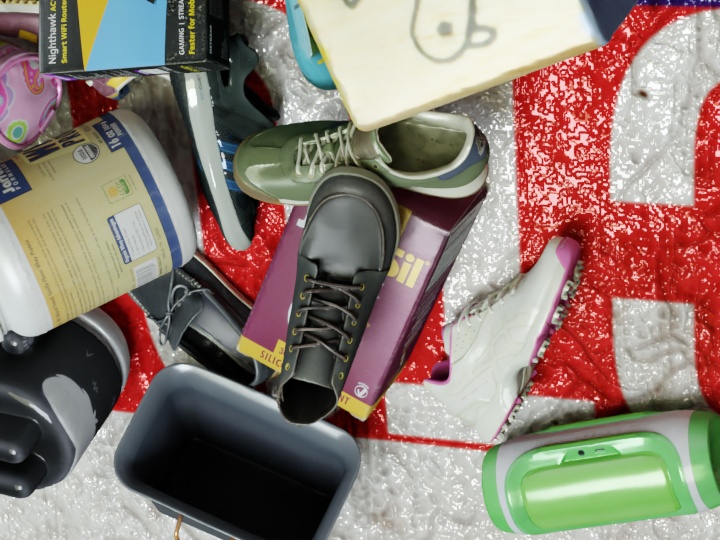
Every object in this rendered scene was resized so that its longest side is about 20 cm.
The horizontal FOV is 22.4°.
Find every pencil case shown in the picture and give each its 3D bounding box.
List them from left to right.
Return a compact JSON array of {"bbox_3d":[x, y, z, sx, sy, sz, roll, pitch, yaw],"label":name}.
[{"bbox_3d":[-0.343,-0.162,1.540,0.199,0.087,0.088,17,121,37],"label":"pencil case"}]

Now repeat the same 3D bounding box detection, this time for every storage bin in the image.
[{"bbox_3d":[-0.107,0.196,1.604,0.199,0.146,0.135,22,158,11],"label":"storage bin"}]

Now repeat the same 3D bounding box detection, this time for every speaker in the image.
[{"bbox_3d":[0.205,0.169,1.512,0.199,0.088,0.089,-12,109,25],"label":"speaker"}]

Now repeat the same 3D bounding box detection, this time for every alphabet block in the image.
[{"bbox_3d":[0.073,-0.241,1.307,0.199,0.196,0.196,-18,104,27],"label":"alphabet block"}]

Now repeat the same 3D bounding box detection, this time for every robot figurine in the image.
[{"bbox_3d":[-0.285,0.110,1.607,0.125,0.200,0.150,40,130,-10],"label":"robot figurine"}]

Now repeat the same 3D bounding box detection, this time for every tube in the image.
[{"bbox_3d":[-0.035,-0.180,1.378,0.050,0.200,0.078,-20,84,4],"label":"tube"}]

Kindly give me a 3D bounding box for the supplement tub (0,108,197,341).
[{"bbox_3d":[-0.251,-0.033,1.510,0.199,0.144,0.145,-26,107,-15],"label":"supplement tub"}]

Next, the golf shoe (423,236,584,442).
[{"bbox_3d":[0.115,0.048,1.499,0.091,0.075,0.201,29,120,10],"label":"golf shoe"}]

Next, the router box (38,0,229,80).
[{"bbox_3d":[-0.178,-0.255,1.433,0.148,0.051,0.202,-2,86,20],"label":"router box"}]

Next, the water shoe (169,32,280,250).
[{"bbox_3d":[-0.099,-0.102,1.508,0.078,0.072,0.201,-20,131,-9],"label":"water shoe"}]

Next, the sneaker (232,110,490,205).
[{"bbox_3d":[0.001,-0.094,1.374,0.198,0.090,0.068,0,74,0],"label":"sneaker"}]

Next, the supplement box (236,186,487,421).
[{"bbox_3d":[0.000,0.000,1.502,0.130,0.103,0.201,28,120,9],"label":"supplement box"}]

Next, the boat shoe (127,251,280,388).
[{"bbox_3d":[-0.151,0.034,1.601,0.200,0.062,0.075,37,123,3],"label":"boat shoe"}]

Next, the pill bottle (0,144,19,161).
[{"bbox_3d":[-0.400,-0.052,1.630,0.199,0.109,0.109,-27,102,30],"label":"pill bottle"}]

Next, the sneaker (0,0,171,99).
[{"bbox_3d":[-0.230,-0.187,1.521,0.198,0.075,0.091,5,110,20],"label":"sneaker"}]

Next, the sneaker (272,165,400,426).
[{"bbox_3d":[-0.018,0.023,1.373,0.074,0.107,0.201,11,132,2],"label":"sneaker"}]
